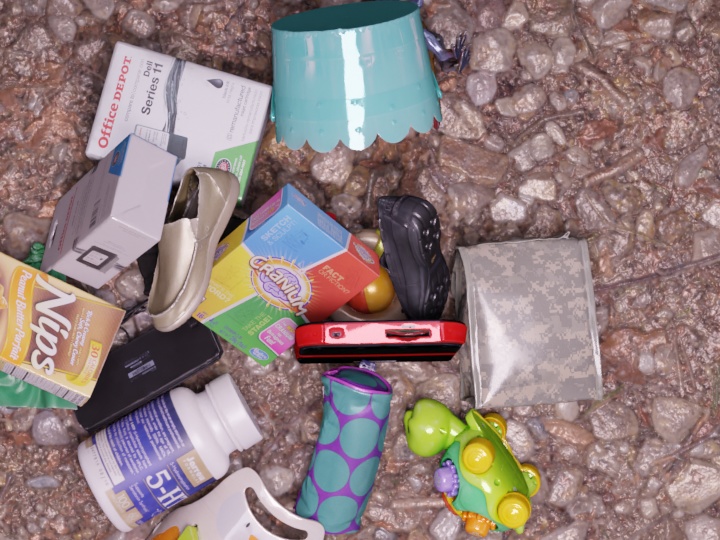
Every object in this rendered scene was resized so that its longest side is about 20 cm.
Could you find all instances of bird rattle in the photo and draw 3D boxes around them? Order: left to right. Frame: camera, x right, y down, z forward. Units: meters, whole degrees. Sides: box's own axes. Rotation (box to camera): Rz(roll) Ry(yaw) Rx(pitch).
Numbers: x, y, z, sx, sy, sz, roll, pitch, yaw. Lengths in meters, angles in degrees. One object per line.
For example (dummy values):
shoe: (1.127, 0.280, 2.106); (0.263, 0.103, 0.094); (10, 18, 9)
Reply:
bird rattle: (0.000, 0.000, 1.680); (0.197, 0.113, 0.165); (-12, 105, -1)

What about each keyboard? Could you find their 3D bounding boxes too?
keyboard: (-0.269, 0.099, 1.673); (0.198, 0.021, 0.128); (-28, 69, 4)

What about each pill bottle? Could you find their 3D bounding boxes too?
pill bottle: (-0.222, 0.209, 1.646); (0.198, 0.120, 0.121); (-30, 90, -3)

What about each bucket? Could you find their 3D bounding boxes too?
bucket: (-0.010, -0.230, 1.617); (0.204, 0.208, 0.137); (-8, 109, -3)

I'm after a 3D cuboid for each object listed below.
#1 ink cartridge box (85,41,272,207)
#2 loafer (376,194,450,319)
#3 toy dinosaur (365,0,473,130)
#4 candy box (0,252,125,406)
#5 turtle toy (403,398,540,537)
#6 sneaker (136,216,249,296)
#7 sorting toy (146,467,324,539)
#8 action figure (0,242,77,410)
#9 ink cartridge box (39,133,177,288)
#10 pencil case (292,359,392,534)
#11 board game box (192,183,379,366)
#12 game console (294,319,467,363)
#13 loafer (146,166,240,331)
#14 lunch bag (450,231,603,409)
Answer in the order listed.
ink cartridge box: (-0.217, -0.176, 1.676); (0.197, 0.083, 0.149); (15, 88, -2)
loafer: (0.059, -0.009, 1.604); (0.070, 0.202, 0.068); (20, 53, 28)
toy dinosaur: (0.045, -0.301, 1.696); (0.180, 0.105, 0.202); (24, 98, 16)
candy box: (-0.387, 0.062, 1.613); (0.198, 0.055, 0.117); (26, 66, -13)
turtle toy: (0.132, 0.235, 1.667); (0.101, 0.146, 0.201); (-35, 90, 17)
sneaker: (-0.182, -0.040, 1.681); (0.198, 0.076, 0.092); (-22, 86, -5)
sorting toy: (-0.139, 0.333, 1.638); (0.199, 0.107, 0.181); (38, 100, -2)
action figure: (-0.392, 0.065, 1.670); (0.116, 0.055, 0.203); (4, 78, -12)
ink cartridge box: (-0.296, -0.060, 1.623); (0.066, 0.199, 0.117); (24, 56, -27)
pencil case: (-0.022, 0.211, 1.646); (0.091, 0.085, 0.203); (21, 110, 23)
board game box: (-0.099, 0.009, 1.623); (0.152, 0.041, 0.199); (37, 119, -28)
game console: (0.021, 0.085, 1.636); (0.197, 0.177, 0.032); (0, 80, -3)
loafer: (-0.204, -0.030, 1.584); (0.068, 0.075, 0.203); (30, 72, -38)
lunch bag: (0.197, 0.058, 1.676); (0.161, 0.118, 0.203); (-4, 93, -6)
